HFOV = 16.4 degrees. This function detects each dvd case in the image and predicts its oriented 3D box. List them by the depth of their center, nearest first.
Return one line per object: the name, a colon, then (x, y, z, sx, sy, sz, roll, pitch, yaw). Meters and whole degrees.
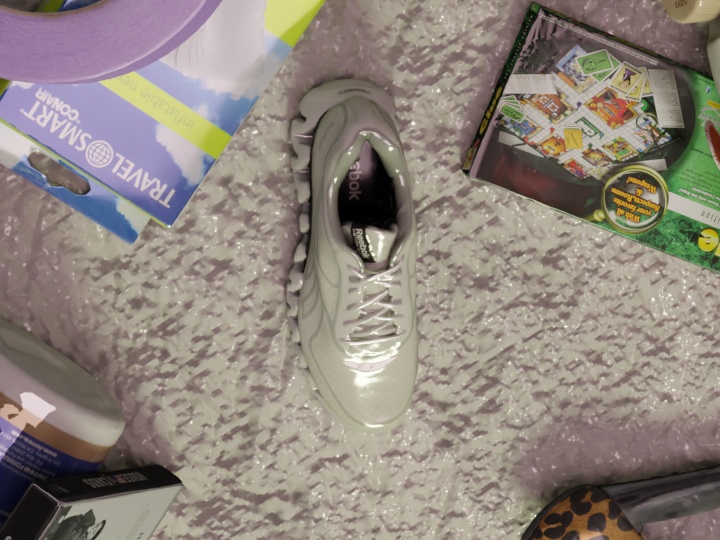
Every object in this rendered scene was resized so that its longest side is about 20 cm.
dvd case: (-0.170, 0.173, 1.326, 0.025, 0.200, 0.151, 35, 96, 12)

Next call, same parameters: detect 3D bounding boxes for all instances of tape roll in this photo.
tape roll: (-0.153, -0.194, 1.252, 0.199, 0.066, 0.202, 0, 93, 2)

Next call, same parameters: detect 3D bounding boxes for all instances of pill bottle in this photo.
pill bottle: (-0.222, 0.131, 1.337, 0.111, 0.111, 0.201, 32, 96, -20)

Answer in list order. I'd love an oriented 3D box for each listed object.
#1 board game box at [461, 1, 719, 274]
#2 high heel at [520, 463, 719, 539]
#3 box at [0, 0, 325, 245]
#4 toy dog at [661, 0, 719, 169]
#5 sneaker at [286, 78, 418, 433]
board game box: (0.165, -0.068, 1.422, 0.199, 0.023, 0.105, 21, 98, -18)
high heel: (0.170, 0.220, 1.476, 0.142, 0.071, 0.201, -10, 93, -16)
box: (-0.110, -0.120, 1.327, 0.122, 0.048, 0.201, 32, 95, -19)
toy dog: (0.233, -0.099, 1.369, 0.131, 0.096, 0.201, -26, 97, -17)
sneaker: (0.000, 0.000, 1.372, 0.075, 0.081, 0.201, -10, 109, -13)
